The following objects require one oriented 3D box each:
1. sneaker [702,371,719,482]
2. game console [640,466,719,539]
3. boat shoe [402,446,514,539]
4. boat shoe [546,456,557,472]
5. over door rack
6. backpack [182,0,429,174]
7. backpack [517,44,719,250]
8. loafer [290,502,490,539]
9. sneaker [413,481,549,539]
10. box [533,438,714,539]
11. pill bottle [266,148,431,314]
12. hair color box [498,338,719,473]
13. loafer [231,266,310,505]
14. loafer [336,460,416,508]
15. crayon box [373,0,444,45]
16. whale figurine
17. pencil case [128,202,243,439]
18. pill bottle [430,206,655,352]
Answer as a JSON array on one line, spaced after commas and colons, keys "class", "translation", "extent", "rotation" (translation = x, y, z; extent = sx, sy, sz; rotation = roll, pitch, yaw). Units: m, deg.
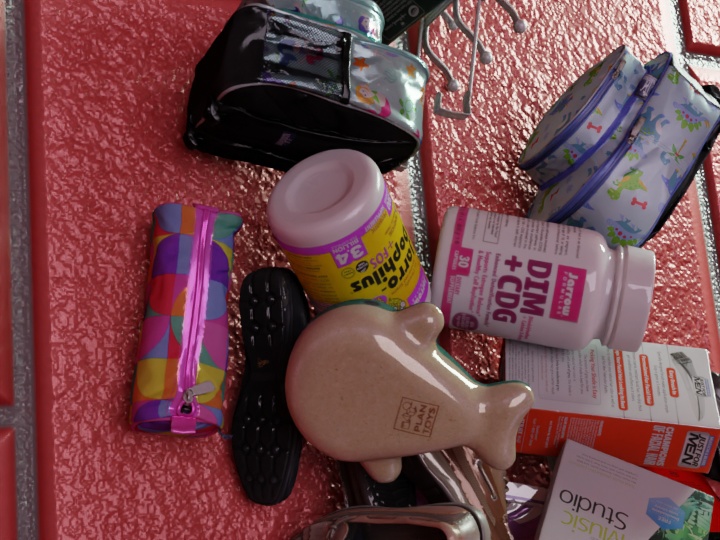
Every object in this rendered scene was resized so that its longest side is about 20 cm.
[{"class": "sneaker", "translation": [0.410, 0.200, 1.314], "extent": [0.200, 0.076, 0.091], "rotation": [41, 70, -6]}, {"class": "game console", "translation": [0.292, 0.276, 1.204], "extent": [0.199, 0.119, 0.173], "rotation": [17, 35, -53]}, {"class": "boat shoe", "translation": [0.099, 0.193, 1.060], "extent": [0.071, 0.076, 0.202], "rotation": [-33, 93, -24]}, {"class": "boat shoe", "translation": [0.226, 0.197, 1.220], "extent": [0.063, 0.072, 0.203], "rotation": [41, 41, -65]}, {"class": "over door rack", "translation": [0.093, -0.197, 1.186], "extent": [0.066, 0.148, 0.202], "rotation": [26, 65, -15]}, {"class": "backpack", "translation": [-0.041, -0.159, 1.079], "extent": [0.197, 0.177, 0.153], "rotation": [16, 71, -18]}, {"class": "backpack", "translation": [0.246, -0.111, 1.234], "extent": [0.146, 0.183, 0.201], "rotation": [35, 69, -8]}, {"class": "loafer", "translation": [0.006, 0.225, 0.990], "extent": [0.063, 0.198, 0.073], "rotation": [14, 63, -59]}, {"class": "sneaker", "translation": [0.124, 0.252, 1.129], "extent": [0.197, 0.073, 0.116], "rotation": [13, 73, -13]}, {"class": "box", "translation": [0.217, 0.248, 1.038], "extent": [0.142, 0.037, 0.201], "rotation": [20, 45, 7]}, {"class": "pill bottle", "translation": [0.000, 0.000, 1.064], "extent": [0.105, 0.103, 0.201], "rotation": [-56, 138, -29]}, {"class": "hair color box", "translation": [0.230, 0.121, 1.153], "extent": [0.197, 0.065, 0.112], "rotation": [6, 38, 3]}, {"class": "loafer", "translation": [-0.070, 0.099, 1.057], "extent": [0.070, 0.067, 0.204], "rotation": [9, 81, -64]}, {"class": "loafer", "translation": [0.009, 0.225, 1.066], "extent": [0.073, 0.071, 0.202], "rotation": [17, 50, -47]}, {"class": "crayon box", "translation": [0.078, -0.326, 1.223], "extent": [0.051, 0.125, 0.201], "rotation": [38, 61, -15]}, {"class": "whale figurine", "translation": [0.039, 0.095, 0.997], "extent": [0.197, 0.104, 0.161], "rotation": [14, 109, 1]}, {"class": "pencil case", "translation": [-0.144, 0.043, 1.019], "extent": [0.087, 0.088, 0.203], "rotation": [11, 69, -27]}, {"class": "pill bottle", "translation": [0.168, 0.011, 1.143], "extent": [0.197, 0.114, 0.115], "rotation": [10, 69, 6]}]
